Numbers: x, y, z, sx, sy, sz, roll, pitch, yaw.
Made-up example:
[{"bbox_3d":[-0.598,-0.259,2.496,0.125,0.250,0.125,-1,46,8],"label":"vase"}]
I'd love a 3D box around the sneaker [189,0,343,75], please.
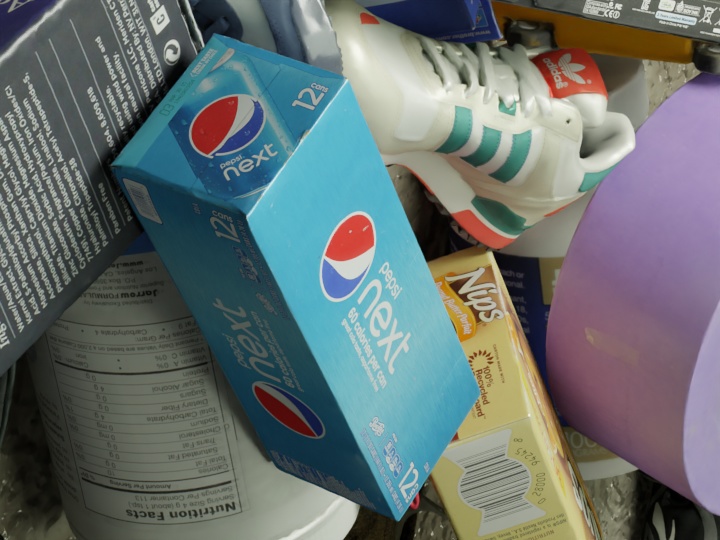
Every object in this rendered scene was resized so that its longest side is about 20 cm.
[{"bbox_3d":[-0.092,-0.130,1.067,0.082,0.070,0.200,-40,88,-24],"label":"sneaker"}]

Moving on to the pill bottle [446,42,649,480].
[{"bbox_3d":[0.104,-0.009,1.387,0.120,0.119,0.201,-36,128,-41],"label":"pill bottle"}]

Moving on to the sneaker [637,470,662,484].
[{"bbox_3d":[0.151,0.017,1.500,0.114,0.076,0.201,-2,100,-51],"label":"sneaker"}]

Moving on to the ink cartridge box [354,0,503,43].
[{"bbox_3d":[-0.024,-0.151,1.166,0.201,0.118,0.042,62,28,-44],"label":"ink cartridge box"}]

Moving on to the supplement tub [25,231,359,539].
[{"bbox_3d":[-0.075,0.020,1.148,0.132,0.131,0.201,-39,130,-39],"label":"supplement tub"}]

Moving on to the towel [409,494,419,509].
[{"bbox_3d":[0.000,0.000,1.233,0.200,0.022,0.146,-101,-175,-64],"label":"towel"}]

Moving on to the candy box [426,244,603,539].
[{"bbox_3d":[0.071,0.100,1.271,0.116,0.055,0.201,-100,170,-48],"label":"candy box"}]

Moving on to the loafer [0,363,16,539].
[{"bbox_3d":[-0.176,0.110,1.088,0.068,0.070,0.202,-2,103,-62],"label":"loafer"}]

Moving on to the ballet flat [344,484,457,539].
[{"bbox_3d":[0.024,0.103,1.359,0.071,0.070,0.202,15,89,-54],"label":"ballet flat"}]

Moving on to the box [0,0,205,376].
[{"bbox_3d":[-0.169,-0.039,0.987,0.200,0.147,0.105,-48,136,-33],"label":"box"}]

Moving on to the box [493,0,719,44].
[{"bbox_3d":[0.077,-0.183,1.091,0.199,0.050,0.159,7,110,-27],"label":"box"}]

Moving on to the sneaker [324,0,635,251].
[{"bbox_3d":[0.049,-0.078,1.171,0.200,0.093,0.071,36,32,-54],"label":"sneaker"}]

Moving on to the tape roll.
[{"bbox_3d":[0.182,0.008,1.295,0.199,0.085,0.201,-31,136,-35],"label":"tape roll"}]

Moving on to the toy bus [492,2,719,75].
[{"bbox_3d":[0.127,-0.138,1.302,0.078,0.199,0.066,-23,115,-47],"label":"toy bus"}]

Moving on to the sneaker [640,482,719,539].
[{"bbox_3d":[0.191,0.097,1.589,0.082,0.070,0.201,23,78,-49],"label":"sneaker"}]

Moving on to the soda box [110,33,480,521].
[{"bbox_3d":[-0.019,0.007,1.035,0.068,0.064,0.200,-55,147,-23],"label":"soda box"}]
